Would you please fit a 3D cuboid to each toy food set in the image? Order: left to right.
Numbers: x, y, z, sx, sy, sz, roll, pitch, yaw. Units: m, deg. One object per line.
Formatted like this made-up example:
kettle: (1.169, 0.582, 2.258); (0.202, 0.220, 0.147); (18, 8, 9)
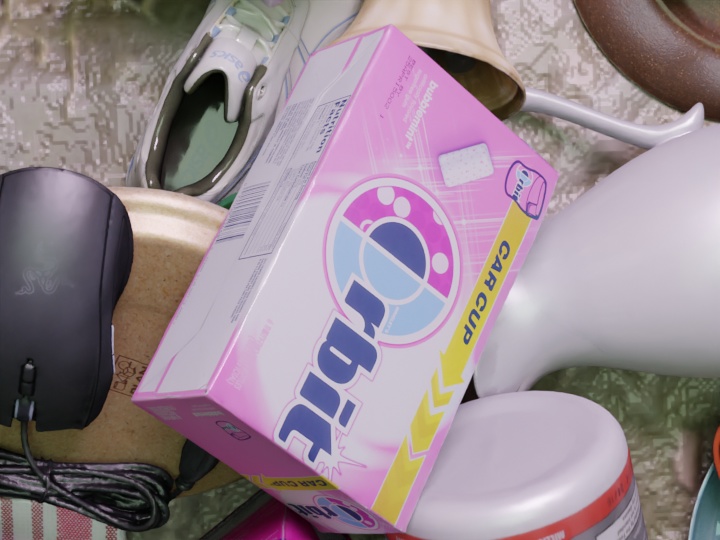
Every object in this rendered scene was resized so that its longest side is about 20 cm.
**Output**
toy food set: (-0.105, 0.038, 0.827); (0.197, 0.049, 0.200); (7, 128, -7)

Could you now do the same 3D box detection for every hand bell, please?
hand bell: (0.039, -0.181, 0.849); (0.104, 0.104, 0.201); (8, 74, -2)

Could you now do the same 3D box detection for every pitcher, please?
pitcher: (0.143, -0.026, 0.849); (0.199, 0.121, 0.172); (-14, 78, 10)

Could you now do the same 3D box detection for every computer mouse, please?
computer mouse: (-0.120, 0.051, 0.776); (0.140, 0.046, 0.200); (14, 127, -11)

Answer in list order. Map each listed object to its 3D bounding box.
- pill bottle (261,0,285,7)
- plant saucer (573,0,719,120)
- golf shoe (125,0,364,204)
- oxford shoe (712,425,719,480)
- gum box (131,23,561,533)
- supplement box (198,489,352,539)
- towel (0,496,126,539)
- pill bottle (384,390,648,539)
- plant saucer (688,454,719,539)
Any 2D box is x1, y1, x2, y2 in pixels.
pill bottle: (-0.073, -0.222, 0.776); (0.112, 0.112, 0.200); (-39, 93, 0)
plant saucer: (0.203, -0.175, 0.875); (0.200, 0.037, 0.201); (0, 92, -2)
golf shoe: (-0.049, -0.105, 0.840); (0.078, 0.097, 0.200); (25, 90, -1)
oxford shoe: (0.261, 0.137, 0.860); (0.200, 0.073, 0.071); (44, 124, 10)
gum box: (0.000, 0.000, 0.761); (0.113, 0.066, 0.200); (38, 64, -27)
supplement box: (-0.040, 0.173, 0.803); (0.103, 0.200, 0.101); (-38, 92, 2)
towel: (-0.222, 0.180, 0.882); (0.199, 0.030, 0.147); (4, 94, -2)
pill bottle: (0.084, 0.167, 0.799); (0.116, 0.116, 0.200); (-16, 110, -1)
plant saucer: (0.265, 0.146, 0.898); (0.199, 0.027, 0.201); (0, 93, -3)
